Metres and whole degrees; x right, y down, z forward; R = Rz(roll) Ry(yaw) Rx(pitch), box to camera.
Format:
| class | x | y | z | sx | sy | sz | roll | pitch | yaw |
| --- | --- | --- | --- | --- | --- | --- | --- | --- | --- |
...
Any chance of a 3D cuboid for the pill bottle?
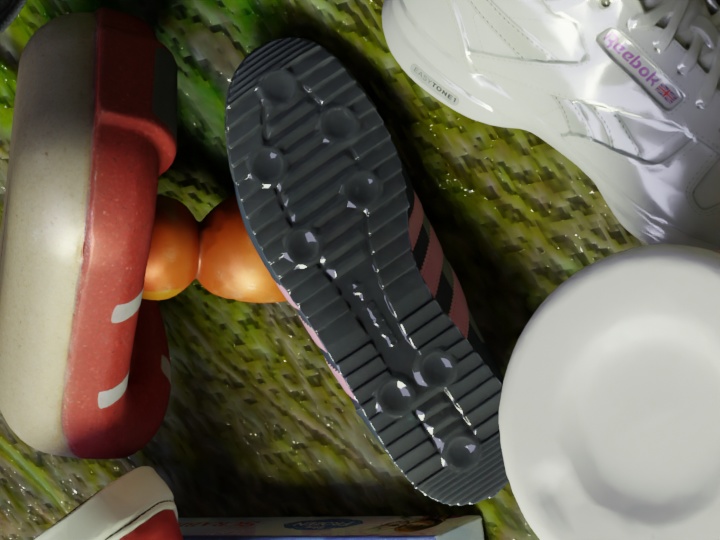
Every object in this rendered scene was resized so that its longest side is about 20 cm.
| class | x | y | z | sx | sy | sz | roll | pitch | yaw |
| --- | --- | --- | --- | --- | --- | --- | --- | --- | --- |
| pill bottle | 0.141 | 0.057 | 0.904 | 0.114 | 0.200 | 0.114 | -4 | 82 | 31 |

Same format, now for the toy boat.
| class | x | y | z | sx | sy | sz | roll | pitch | yaw |
| --- | --- | --- | --- | --- | --- | --- | --- | --- | --- |
| toy boat | -0.083 | -0.008 | 1.083 | 0.131 | 0.131 | 0.200 | 5 | 137 | -9 |

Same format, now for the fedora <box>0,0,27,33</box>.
| class | x | y | z | sx | sy | sz | roll | pitch | yaw |
| --- | --- | --- | --- | --- | --- | --- | --- | --- | --- |
| fedora | -0.224 | -0.145 | 1.050 | 0.200 | 0.092 | 0.201 | 18 | 136 | 19 |

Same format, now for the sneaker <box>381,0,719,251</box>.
| class | x | y | z | sx | sy | sz | roll | pitch | yaw |
| --- | --- | --- | --- | --- | --- | --- | --- | --- | --- |
| sneaker | 0.101 | -0.071 | 0.914 | 0.200 | 0.075 | 0.100 | 29 | 139 | 8 |

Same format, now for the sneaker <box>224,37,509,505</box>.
| class | x | y | z | sx | sy | sz | roll | pitch | yaw |
| --- | --- | --- | --- | --- | --- | --- | --- | --- | --- |
| sneaker | 0.000 | 0.000 | 1.058 | 0.070 | 0.082 | 0.200 | -24 | 97 | -1 |

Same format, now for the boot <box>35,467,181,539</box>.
| class | x | y | z | sx | sy | sz | roll | pitch | yaw |
| --- | --- | --- | --- | --- | --- | --- | --- | --- | --- |
| boot | -0.079 | 0.167 | 1.121 | 0.144 | 0.072 | 0.200 | 57 | 174 | 13 |

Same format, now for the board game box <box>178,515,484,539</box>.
| class | x | y | z | sx | sy | sz | roll | pitch | yaw |
| --- | --- | --- | --- | --- | --- | --- | --- | --- | --- |
| board game box | -0.021 | 0.216 | 1.222 | 0.200 | 0.041 | 0.200 | -5 | 96 | 37 |
